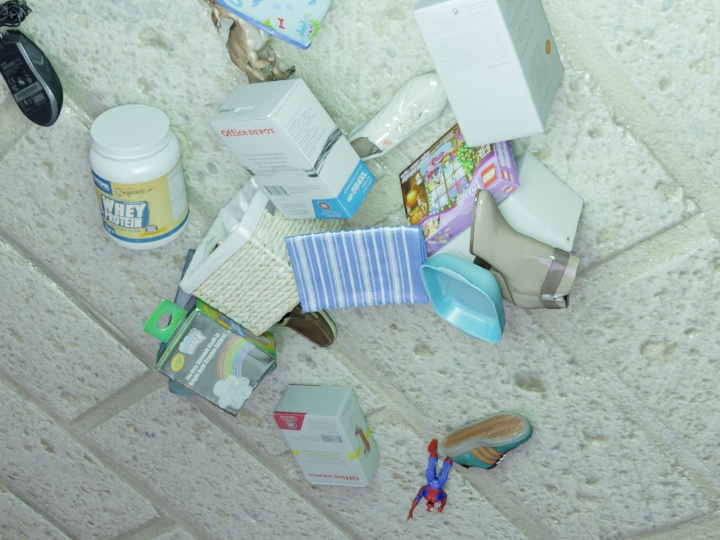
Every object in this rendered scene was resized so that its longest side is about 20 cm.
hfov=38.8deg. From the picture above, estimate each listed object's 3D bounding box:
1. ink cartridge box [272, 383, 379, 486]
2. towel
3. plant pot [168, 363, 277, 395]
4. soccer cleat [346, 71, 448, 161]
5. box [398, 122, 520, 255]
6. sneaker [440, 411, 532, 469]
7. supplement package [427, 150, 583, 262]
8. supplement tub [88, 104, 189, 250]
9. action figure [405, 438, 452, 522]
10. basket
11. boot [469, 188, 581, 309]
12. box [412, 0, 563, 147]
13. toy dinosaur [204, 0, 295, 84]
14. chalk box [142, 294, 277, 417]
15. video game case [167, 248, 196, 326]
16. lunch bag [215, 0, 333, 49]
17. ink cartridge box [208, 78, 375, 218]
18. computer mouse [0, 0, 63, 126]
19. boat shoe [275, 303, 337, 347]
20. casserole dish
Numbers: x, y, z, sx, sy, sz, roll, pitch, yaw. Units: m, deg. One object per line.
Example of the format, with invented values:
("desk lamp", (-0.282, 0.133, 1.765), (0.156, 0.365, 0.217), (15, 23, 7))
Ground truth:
("ink cartridge box", (-0.063, 0.320, 1.982), (0.144, 0.084, 0.201), (-1, 129, 26))
("towel", (0.000, 0.000, 1.477), (0.199, 0.024, 0.145), (-5, 131, 7))
("plant pot", (-0.261, 0.129, 1.843), (0.199, 0.200, 0.135), (-7, 100, 29))
("soccer cleat", (0.051, -0.209, 1.453), (0.069, 0.078, 0.200), (44, 133, -17))
("box", (0.135, -0.128, 1.447), (0.039, 0.137, 0.200), (13, 144, -33))
("sneaker", (0.242, 0.313, 1.853), (0.200, 0.072, 0.080), (-23, 122, 43))
("supplement package", (0.207, -0.054, 1.491), (0.121, 0.120, 0.200), (39, 134, -14))
("supplement tub", (-0.356, -0.150, 1.644), (0.144, 0.145, 0.201), (13, 134, 14))
("action figure", (0.138, 0.427, 1.983), (0.065, 0.099, 0.201), (16, 137, 12))
("basket", (-0.148, -0.040, 1.617), (0.161, 0.199, 0.200), (35, 135, -15))
("boot", (0.222, -0.023, 1.374), (0.145, 0.070, 0.200), (14, 146, 17))
("box", (0.165, -0.284, 1.279), (0.106, 0.153, 0.201), (-7, 126, 29))
("toy dinosaur", (-0.164, -0.326, 1.447), (0.135, 0.086, 0.200), (27, 148, 10))
("chalk box", (-0.251, 0.119, 1.649), (0.200, 0.124, 0.125), (34, 97, -13))
("video game case", (-0.251, 0.079, 1.740), (0.142, 0.019, 0.201), (17, 93, 4))
("lunch bag", (-0.116, -0.412, 1.310), (0.199, 0.128, 0.170), (23, 137, -10))
("ink cartridge box", (-0.095, -0.168, 1.445), (0.146, 0.084, 0.200), (4, 142, 44))
("computer mouse", (-0.530, -0.329, 1.633), (0.138, 0.053, 0.201), (-10, 113, 34))
("boat shoe", (-0.128, 0.076, 1.795), (0.202, 0.075, 0.075), (43, 133, -16))
("casserole dish", (0.151, 0.036, 1.443), (0.121, 0.039, 0.200), (25, 161, 25))
